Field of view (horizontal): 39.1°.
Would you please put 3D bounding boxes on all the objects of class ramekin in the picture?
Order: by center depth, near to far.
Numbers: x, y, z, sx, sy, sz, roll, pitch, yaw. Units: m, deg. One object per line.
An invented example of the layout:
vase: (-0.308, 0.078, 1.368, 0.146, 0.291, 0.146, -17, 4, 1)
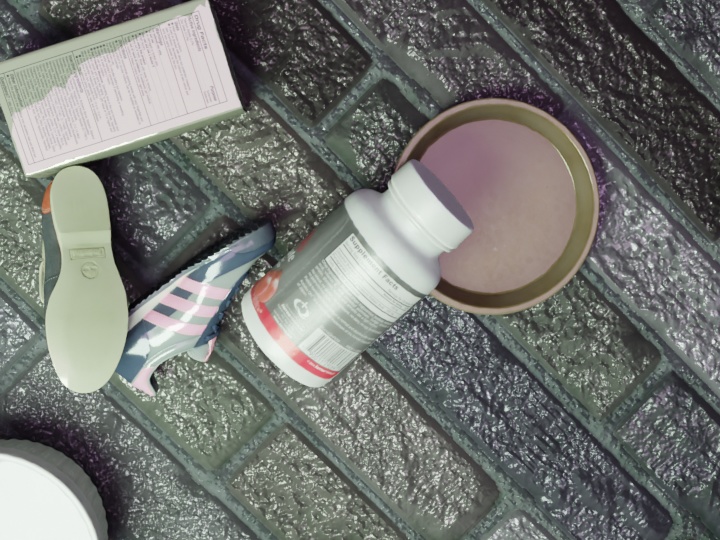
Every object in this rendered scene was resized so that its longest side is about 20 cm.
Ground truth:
ramekin: (-0.324, 0.248, 0.916, 0.199, 0.105, 0.202, 0, 95, -3)

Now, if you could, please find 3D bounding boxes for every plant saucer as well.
plant saucer: (0.123, -0.059, 0.949, 0.199, 0.029, 0.202, 0, 95, -4)

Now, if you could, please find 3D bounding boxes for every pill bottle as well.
pill bottle: (0.000, 0.000, 0.887, 0.200, 0.111, 0.111, -42, 96, 14)

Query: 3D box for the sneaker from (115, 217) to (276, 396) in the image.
sneaker: (-0.145, 0.034, 0.928, 0.200, 0.070, 0.082, -36, 101, 7)

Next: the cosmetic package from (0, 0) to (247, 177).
cosmetic package: (-0.211, -0.160, 0.901, 0.199, 0.073, 0.104, -17, 95, -2)

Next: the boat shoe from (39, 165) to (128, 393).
boat shoe: (-0.249, 0.011, 0.891, 0.071, 0.062, 0.201, -1, 75, -30)
